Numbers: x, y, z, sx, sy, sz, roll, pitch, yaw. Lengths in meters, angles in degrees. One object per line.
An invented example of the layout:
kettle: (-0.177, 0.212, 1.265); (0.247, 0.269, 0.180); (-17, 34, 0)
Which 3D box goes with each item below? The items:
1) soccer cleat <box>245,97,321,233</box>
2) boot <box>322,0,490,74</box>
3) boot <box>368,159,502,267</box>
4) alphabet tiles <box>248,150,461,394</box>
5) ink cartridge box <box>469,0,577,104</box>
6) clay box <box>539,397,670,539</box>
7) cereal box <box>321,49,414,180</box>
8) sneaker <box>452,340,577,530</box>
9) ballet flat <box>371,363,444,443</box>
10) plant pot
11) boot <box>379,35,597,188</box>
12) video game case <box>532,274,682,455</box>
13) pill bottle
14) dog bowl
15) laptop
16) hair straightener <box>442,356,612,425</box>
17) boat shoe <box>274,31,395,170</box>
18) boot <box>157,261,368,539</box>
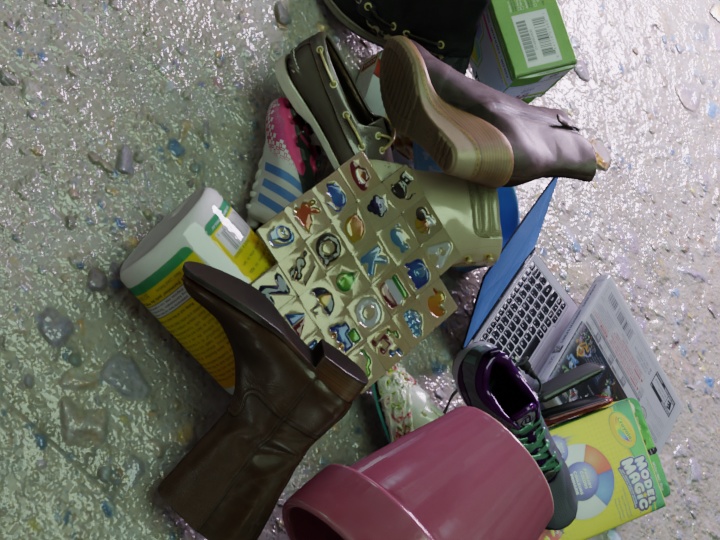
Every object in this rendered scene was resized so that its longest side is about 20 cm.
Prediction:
soccer cleat: (-0.078, -0.079, 1.226); (0.070, 0.085, 0.202); (50, 21, -50)
boot: (0.051, -0.293, 1.319); (0.200, 0.151, 0.073); (44, 46, 16)
boot: (0.055, 0.000, 1.220); (0.153, 0.073, 0.203); (2, 93, -18)
alphabet tiles: (0.000, 0.000, 1.131); (0.200, 0.006, 0.167); (-39, 101, -31)
ink cartridge box: (0.143, -0.248, 1.402); (0.075, 0.200, 0.150); (-15, 82, -17)
clay box: (0.223, 0.210, 1.323); (0.198, 0.048, 0.116); (-19, 85, -16)
cereal box: (0.039, -0.110, 1.347); (0.143, 0.039, 0.202); (34, 56, -25)
sneaker: (0.152, 0.163, 1.238); (0.074, 0.087, 0.202); (-31, 94, -11)
ballet flat: (0.059, 0.172, 1.237); (0.076, 0.063, 0.203); (5, 72, -75)
plant pot: (0.061, 0.221, 1.111); (0.178, 0.200, 0.201); (-37, 98, -24)
boot: (0.118, -0.149, 1.244); (0.164, 0.073, 0.201); (-1, 44, -30)
video game case: (0.276, 0.139, 1.433); (0.201, 0.023, 0.182); (57, 49, -22)
pill bottle: (-0.104, 0.037, 1.131); (0.200, 0.112, 0.113); (47, 51, -14)
dog bowl: (0.113, -0.088, 1.335); (0.201, 0.049, 0.112); (64, 38, -36)
laptop: (0.192, 0.039, 1.364); (0.201, 0.115, 0.188); (50, 51, -13)
hair straightener: (0.157, 0.124, 1.310); (0.197, 0.041, 0.078); (-15, 98, -13)
boat shoe: (-0.003, -0.133, 1.247); (0.201, 0.059, 0.072); (56, 24, -5)
boot: (-0.119, 0.118, 1.062); (0.186, 0.201, 0.064); (37, 12, -7)
